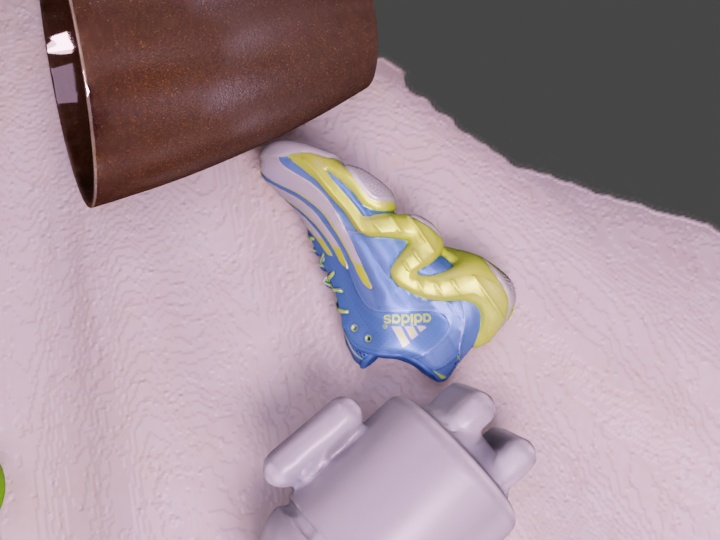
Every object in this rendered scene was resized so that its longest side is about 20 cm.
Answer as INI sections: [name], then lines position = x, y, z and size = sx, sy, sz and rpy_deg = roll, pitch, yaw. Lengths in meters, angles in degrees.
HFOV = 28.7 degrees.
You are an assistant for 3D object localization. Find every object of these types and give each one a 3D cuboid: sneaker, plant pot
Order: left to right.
[plant pot]
position = -0.097, -0.151, 0.924
size = 0.199, 0.187, 0.188
rpy_deg = -11, 78, -17
[sneaker]
position = 0.000, 0.000, 0.931
size = 0.199, 0.076, 0.105
rpy_deg = 33, 81, 6

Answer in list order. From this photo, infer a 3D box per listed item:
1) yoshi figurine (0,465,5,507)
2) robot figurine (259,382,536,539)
[yoshi figurine]
position = -0.281, 0.187, 0.887
size = 0.111, 0.112, 0.201
rpy_deg = 13, 76, -13
[robot figurine]
position = 0.017, 0.160, 0.879
size = 0.200, 0.113, 0.170
rpy_deg = -42, 95, -8
